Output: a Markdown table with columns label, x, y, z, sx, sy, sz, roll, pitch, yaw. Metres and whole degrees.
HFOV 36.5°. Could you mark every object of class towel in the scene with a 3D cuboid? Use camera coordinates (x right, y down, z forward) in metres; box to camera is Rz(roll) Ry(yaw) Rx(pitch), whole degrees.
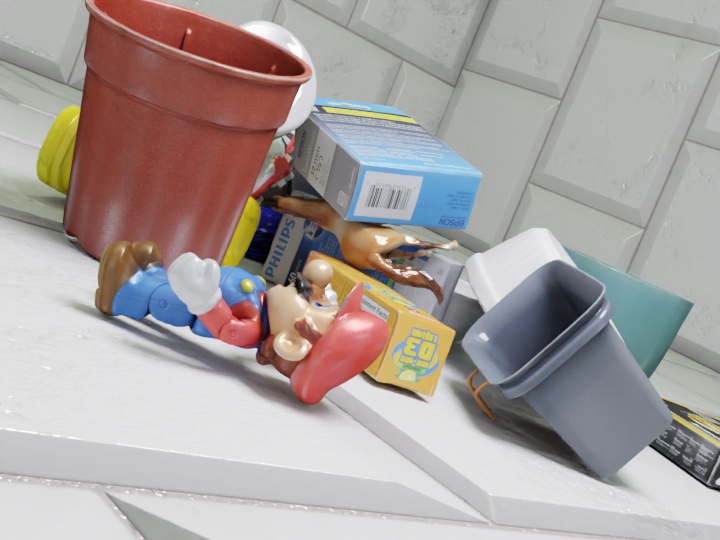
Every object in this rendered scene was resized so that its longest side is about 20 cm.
| label | x | y | z | sx | sy | sz | roll | pitch | yaw |
| --- | --- | --- | --- | --- | --- | --- | --- | --- | --- |
| towel | -0.125 | -0.051 | 1.401 | 0.146 | 0.050 | 0.199 | 21 | 7 | -34 |

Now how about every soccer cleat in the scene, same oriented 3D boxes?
| label | x | y | z | sx | sy | sz | roll | pitch | yaw |
| --- | --- | --- | --- | --- | --- | --- | --- | --- | --- |
| soccer cleat | -0.115 | -0.139 | 1.233 | 0.085 | 0.068 | 0.201 | 49 | 23 | -18 |

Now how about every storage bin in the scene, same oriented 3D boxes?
| label | x | y | z | sx | sy | sz | roll | pitch | yaw |
| --- | --- | --- | --- | --- | --- | --- | --- | --- | --- |
| storage bin | 0.181 | 0.097 | 0.974 | 0.135 | 0.145 | 0.200 | 50 | 2 | -8 |

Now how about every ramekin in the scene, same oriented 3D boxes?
| label | x | y | z | sx | sy | sz | roll | pitch | yaw |
| --- | --- | --- | --- | --- | --- | --- | --- | --- | --- |
| ramekin | 0.202 | 0.047 | 1.157 | 0.203 | 0.094 | 0.203 | 52 | 13 | -17 |

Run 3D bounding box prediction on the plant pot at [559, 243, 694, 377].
| label | x | y | z | sx | sy | sz | roll | pitch | yaw |
| --- | --- | --- | --- | --- | --- | --- | --- | --- | --- |
| plant pot | 0.288 | 0.073 | 1.357 | 0.198 | 0.163 | 0.201 | 23 | 5 | -2 |

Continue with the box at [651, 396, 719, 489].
| label | x | y | z | sx | sy | sz | roll | pitch | yaw |
| --- | --- | --- | --- | --- | --- | --- | --- | --- | --- |
| box | 0.400 | 0.202 | 1.223 | 0.158 | 0.050 | 0.200 | 23 | 6 | -20 |

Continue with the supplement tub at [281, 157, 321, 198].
| label | x | y | z | sx | sy | sz | roll | pitch | yaw |
| --- | --- | --- | --- | --- | --- | --- | --- | --- | --- |
| supplement tub | -0.041 | -0.096 | 1.337 | 0.105 | 0.109 | 0.200 | 23 | -1 | 2 |

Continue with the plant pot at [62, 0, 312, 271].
| label | x | y | z | sx | sy | sz | roll | pitch | yaw |
| --- | --- | --- | --- | --- | --- | --- | --- | --- | --- |
| plant pot | -0.164 | -0.111 | 0.946 | 0.197 | 0.198 | 0.201 | 18 | 19 | -7 |

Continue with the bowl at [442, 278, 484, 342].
| label | x | y | z | sx | sy | sz | roll | pitch | yaw |
| --- | --- | --- | --- | --- | --- | --- | --- | --- | --- |
| bowl | 0.057 | 0.027 | 1.299 | 0.197 | 0.076 | 0.200 | 25 | 5 | 19 |

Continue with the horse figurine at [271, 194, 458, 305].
| label | x | y | z | sx | sy | sz | roll | pitch | yaw |
| --- | --- | --- | --- | --- | --- | --- | --- | --- | --- |
| horse figurine | 0.011 | -0.038 | 1.089 | 0.131 | 0.051 | 0.200 | -4 | 34 | -32 |

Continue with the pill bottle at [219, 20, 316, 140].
| label | x | y | z | sx | sy | sz | roll | pitch | yaw |
| --- | --- | --- | --- | --- | --- | --- | --- | --- | --- |
| pill bottle | -0.140 | -0.173 | 1.130 | 0.112 | 0.115 | 0.199 | 19 | -19 | -31 |

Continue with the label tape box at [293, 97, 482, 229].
| label | x | y | z | sx | sy | sz | roll | pitch | yaw |
| --- | --- | --- | --- | --- | --- | --- | --- | --- | --- |
| label tape box | 0.012 | -0.115 | 1.119 | 0.141 | 0.067 | 0.200 | 2 | 24 | -29 |

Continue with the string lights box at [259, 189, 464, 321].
| label | x | y | z | sx | sy | sz | roll | pitch | yaw |
| --- | --- | --- | --- | --- | --- | --- | --- | --- | --- |
| string lights box | 0.000 | 0.000 | 1.175 | 0.198 | 0.104 | 0.059 | 26 | 8 | 19 |

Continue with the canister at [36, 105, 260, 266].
| label | x | y | z | sx | sy | sz | roll | pitch | yaw |
| --- | --- | --- | --- | --- | --- | --- | --- | --- | --- |
| canister | -0.211 | -0.081 | 1.122 | 0.197 | 0.088 | 0.149 | 26 | -2 | 8 |

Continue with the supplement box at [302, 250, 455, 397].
| label | x | y | z | sx | sy | sz | roll | pitch | yaw |
| --- | --- | --- | --- | --- | --- | --- | --- | --- | --- |
| supplement box | 0.006 | 0.045 | 0.990 | 0.066 | 0.070 | 0.200 | 19 | 9 | -30 |

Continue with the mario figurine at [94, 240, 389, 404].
| label | x | y | z | sx | sy | sz | roll | pitch | yaw |
| --- | --- | --- | --- | --- | --- | --- | --- | --- | --- |
| mario figurine | -0.073 | 0.012 | 0.752 | 0.196 | 0.107 | 0.124 | 16 | 40 | 5 |

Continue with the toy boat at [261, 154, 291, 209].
| label | x | y | z | sx | sy | sz | roll | pitch | yaw |
| --- | --- | --- | --- | --- | --- | --- | --- | --- | --- |
| toy boat | -0.094 | -0.151 | 1.533 | 0.196 | 0.133 | 0.131 | -2 | -35 | 21 |
